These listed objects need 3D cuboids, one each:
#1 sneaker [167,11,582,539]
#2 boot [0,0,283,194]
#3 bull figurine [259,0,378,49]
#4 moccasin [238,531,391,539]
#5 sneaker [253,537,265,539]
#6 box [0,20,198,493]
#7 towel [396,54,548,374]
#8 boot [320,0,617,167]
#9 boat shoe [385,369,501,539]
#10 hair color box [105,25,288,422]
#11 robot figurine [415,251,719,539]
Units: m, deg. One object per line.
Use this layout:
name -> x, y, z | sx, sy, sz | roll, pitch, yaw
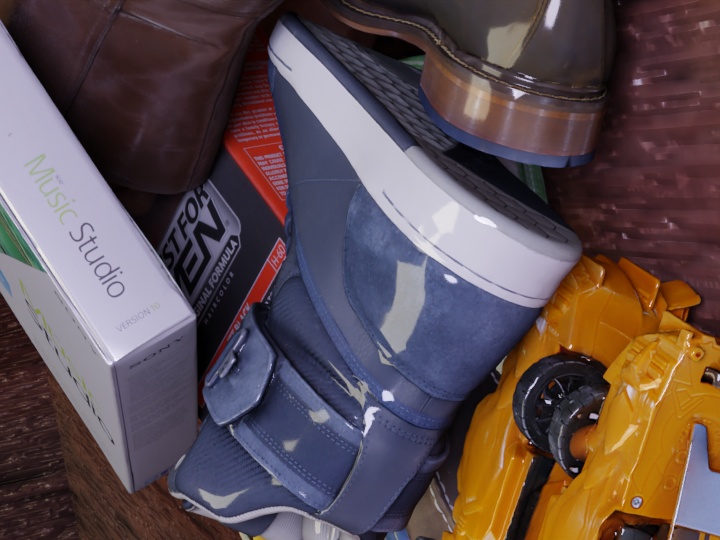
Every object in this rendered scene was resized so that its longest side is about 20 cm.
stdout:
sneaker -> -0.014, 0.006, 0.691 | 0.146, 0.077, 0.202 | -61, 23, 17
boot -> -0.104, -0.118, 0.693 | 0.186, 0.064, 0.200 | 42, 156, 0
bull figurine -> -0.052, -0.070, 0.945 | 0.200, 0.065, 0.122 | -55, 37, 24
moccasin -> -0.002, 0.110, 0.807 | 0.201, 0.077, 0.074 | -24, -76, -80
sneaker -> -0.008, 0.149, 1.044 | 0.200, 0.077, 0.073 | 162, 98, -74
box -> -0.109, -0.006, 0.761 | 0.145, 0.036, 0.200 | 55, 166, 13
towel -> 0.000, 0.000, 0.826 | 0.200, 0.023, 0.153 | -8, 94, 49
boot -> 0.039, -0.115, 0.698 | 0.200, 0.074, 0.097 | -126, 45, -57
boat shoe -> 0.067, 0.106, 0.723 | 0.072, 0.072, 0.200 | -19, 99, 47
hair color box -> -0.067, -0.043, 0.827 | 0.200, 0.061, 0.102 | 53, 132, 26
robot figurine -> 0.060, 0.101, 0.625 | 0.145, 0.058, 0.201 | -136, 61, -67
